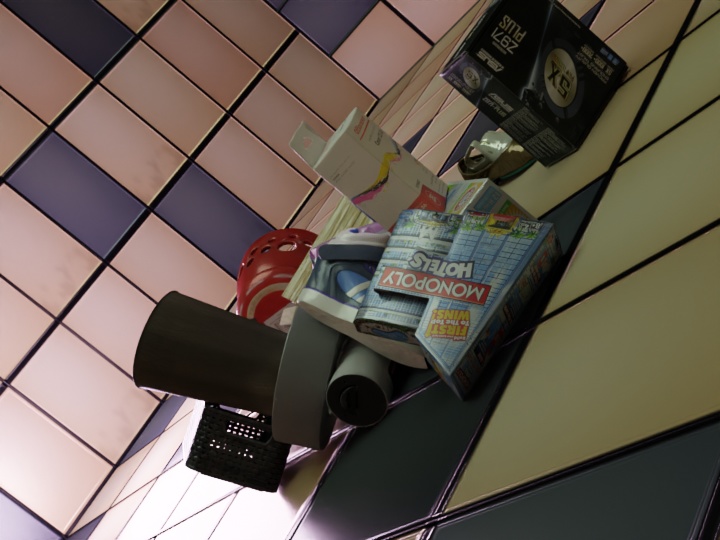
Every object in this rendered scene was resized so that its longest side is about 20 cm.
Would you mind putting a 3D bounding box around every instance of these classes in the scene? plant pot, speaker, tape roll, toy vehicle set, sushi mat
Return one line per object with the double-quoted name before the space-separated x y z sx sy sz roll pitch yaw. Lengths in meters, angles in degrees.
"plant pot" -0.130 0.045 2.124 0.200 0.200 0.183 -47 13 19
"speaker" 0.015 0.114 1.529 0.081 0.081 0.200 -45 10 29
"tape roll" -0.059 0.133 1.560 0.200 0.066 0.201 12 -90 -84
"toy vehicle set" -0.051 0.085 1.774 0.200 0.124 0.027 159 127 -81
"sushi mat" -0.034 -0.027 1.784 0.200 0.095 0.012 -59 -32 -12

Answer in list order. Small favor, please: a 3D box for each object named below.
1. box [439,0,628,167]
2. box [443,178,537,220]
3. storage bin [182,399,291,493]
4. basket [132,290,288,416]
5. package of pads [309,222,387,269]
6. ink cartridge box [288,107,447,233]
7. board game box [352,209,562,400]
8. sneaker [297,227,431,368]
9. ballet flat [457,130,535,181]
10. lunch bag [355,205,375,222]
"box" 0.236 -0.271 1.600 0.164 0.200 0.086 -54 10 -23
"box" 0.138 -0.040 1.473 0.113 0.101 0.200 -52 9 -3
"storage bin" -0.177 0.241 1.703 0.200 0.135 0.094 -157 85 -80
"basket" -0.187 0.122 1.624 0.180 0.199 0.137 -48 -27 -72
"package of pads" 0.000 0.000 1.646 0.120 0.076 0.200 -18 -13 0
"ink cartridge box" 0.013 -0.130 1.478 0.068 0.200 0.117 -48 10 21
"board game box" 0.092 0.030 1.283 0.199 0.062 0.200 11 62 27
"sneaker" 0.034 0.019 1.462 0.147 0.199 0.081 -58 -23 -18
"ballet flat" 0.201 -0.173 1.784 0.068 0.072 0.200 -54 10 -19
"lunch bag" 0.070 -0.094 1.700 0.082 0.200 0.161 -48 10 18
